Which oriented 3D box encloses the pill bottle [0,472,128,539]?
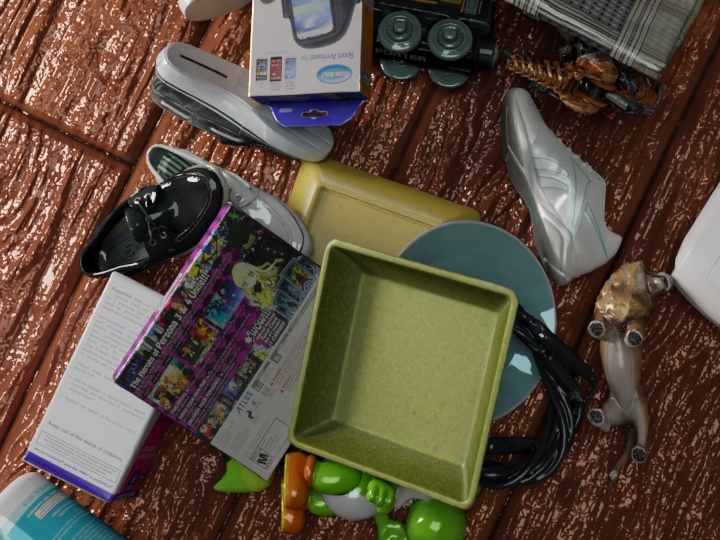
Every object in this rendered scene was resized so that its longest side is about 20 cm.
[{"bbox_3d":[-0.278,0.297,1.256,0.199,0.111,0.112,34,87,8],"label":"pill bottle"}]

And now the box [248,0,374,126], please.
[{"bbox_3d":[-0.047,-0.244,1.258,0.117,0.041,0.203,-1,82,18],"label":"box"}]

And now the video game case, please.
[{"bbox_3d":[-0.108,0.068,1.225,0.180,0.036,0.201,34,86,-16],"label":"video game case"}]

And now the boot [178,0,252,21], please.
[{"bbox_3d":[-0.118,-0.346,1.344,0.199,0.073,0.091,-32,75,-7],"label":"boot"}]

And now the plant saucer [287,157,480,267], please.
[{"bbox_3d":[0.000,0.000,1.298,0.197,0.048,0.203,19,85,8],"label":"plant saucer"}]

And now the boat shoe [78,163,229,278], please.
[{"bbox_3d":[-0.210,-0.043,1.262,0.198,0.066,0.075,-24,84,38],"label":"boat shoe"}]

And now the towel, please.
[{"bbox_3d":[0.238,-0.280,1.256,0.191,0.035,0.200,30,42,7],"label":"towel"}]

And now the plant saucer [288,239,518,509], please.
[{"bbox_3d":[0.044,0.091,1.183,0.197,0.048,0.203,16,99,26],"label":"plant saucer"}]

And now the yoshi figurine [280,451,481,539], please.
[{"bbox_3d":[0.022,0.231,1.242,0.197,0.112,0.114,1,104,-7],"label":"yoshi figurine"}]

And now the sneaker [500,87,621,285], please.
[{"bbox_3d":[0.197,-0.091,1.287,0.079,0.070,0.203,-20,88,-7],"label":"sneaker"}]

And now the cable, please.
[{"bbox_3d":[0.125,0.111,1.240,0.199,0.051,0.164,40,84,-11],"label":"cable"}]

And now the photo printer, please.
[{"bbox_3d":[0.411,-0.025,1.253,0.165,0.069,0.201,32,88,8],"label":"photo printer"}]

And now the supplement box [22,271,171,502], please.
[{"bbox_3d":[-0.236,0.116,1.278,0.102,0.101,0.202,23,86,7],"label":"supplement box"}]

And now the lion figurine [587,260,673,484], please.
[{"bbox_3d":[0.257,0.094,1.248,0.071,0.122,0.203,7,100,16],"label":"lion figurine"}]

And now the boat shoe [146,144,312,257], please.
[{"bbox_3d":[-0.139,-0.062,1.284,0.198,0.067,0.074,29,90,23],"label":"boat shoe"}]

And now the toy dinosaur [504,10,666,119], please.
[{"bbox_3d":[0.217,-0.198,1.245,0.102,0.199,0.136,-48,55,12],"label":"toy dinosaur"}]

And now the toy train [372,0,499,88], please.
[{"bbox_3d":[0.049,-0.259,1.311,0.197,0.085,0.116,11,71,9],"label":"toy train"}]

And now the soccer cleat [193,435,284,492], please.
[{"bbox_3d":[-0.134,0.124,1.283,0.080,0.067,0.203,-11,89,10],"label":"soccer cleat"}]

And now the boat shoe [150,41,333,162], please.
[{"bbox_3d":[-0.122,-0.162,1.318,0.198,0.071,0.073,30,47,-4],"label":"boat shoe"}]

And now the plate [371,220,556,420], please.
[{"bbox_3d":[0.101,0.052,1.268,0.197,0.026,0.204,-1,92,-18],"label":"plate"}]
